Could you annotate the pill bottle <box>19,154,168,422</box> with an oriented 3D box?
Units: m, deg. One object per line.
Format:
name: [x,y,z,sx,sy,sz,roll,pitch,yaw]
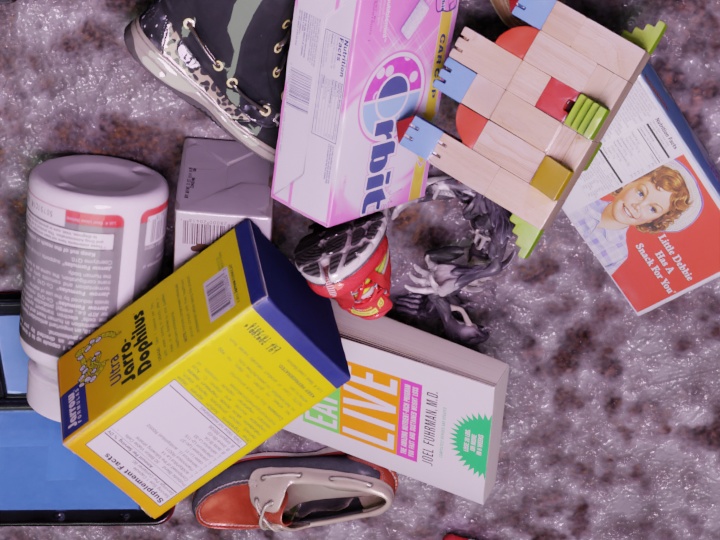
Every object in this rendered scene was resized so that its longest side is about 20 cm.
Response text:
pill bottle: [-0.221,0.017,1.557,0.113,0.114,0.201,7,111,-2]

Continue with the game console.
game console: [-0.260,0.119,1.648,0.199,0.119,0.173,-1,124,3]

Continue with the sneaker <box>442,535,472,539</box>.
sneaker: [0.051,0.324,1.795,0.085,0.077,0.200,34,109,-11]

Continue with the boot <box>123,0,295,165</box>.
boot: [-0.061,-0.176,1.470,0.203,0.074,0.154,34,116,-20]

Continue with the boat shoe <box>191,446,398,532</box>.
boat shoe: [-0.062,0.206,1.730,0.199,0.063,0.071,-11,124,12]

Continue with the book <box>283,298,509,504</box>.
book: [0.022,0.105,1.577,0.199,0.048,0.134,18,130,19]

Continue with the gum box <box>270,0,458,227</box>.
gum box: [0.004,-0.145,1.439,0.066,0.113,0.201,29,122,35]

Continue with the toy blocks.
toy blocks: [0.118,-0.130,1.420,0.136,0.100,0.200,32,99,10]

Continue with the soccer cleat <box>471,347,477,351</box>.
soccer cleat: [0.016,0.092,1.634,0.199,0.086,0.070,6,124,0]

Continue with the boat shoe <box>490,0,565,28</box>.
boat shoe: [0.118,-0.260,1.407,0.073,0.063,0.201,-2,124,4]

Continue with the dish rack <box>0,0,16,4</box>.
dish rack: [-0.212,-0.281,1.409,0.199,0.055,0.154,-10,124,15]

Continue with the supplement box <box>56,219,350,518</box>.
supplement box: [-0.124,0.076,1.471,0.200,0.110,0.109,-36,124,13]

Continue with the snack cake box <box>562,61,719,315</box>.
snack cake box: [0.221,-0.073,1.525,0.115,0.067,0.200,-28,118,18]

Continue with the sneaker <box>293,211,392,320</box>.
sneaker: [0.000,0.000,1.505,0.077,0.200,0.085,-20,97,8]

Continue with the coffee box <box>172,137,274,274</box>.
coffee box: [-0.114,0.007,1.569,0.079,0.115,0.201,4,125,-2]

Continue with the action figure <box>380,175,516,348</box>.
action figure: [0.073,-0.021,1.539,0.102,0.119,0.201,0,132,-14]
